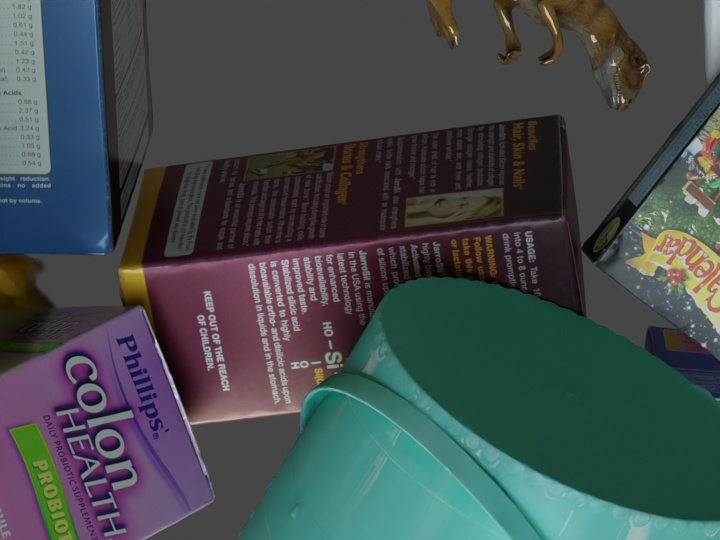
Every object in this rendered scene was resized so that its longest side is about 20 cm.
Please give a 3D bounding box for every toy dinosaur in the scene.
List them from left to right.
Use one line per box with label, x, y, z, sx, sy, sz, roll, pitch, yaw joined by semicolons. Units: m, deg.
toy dinosaur;0.065;-0.156;1.234;0.106;0.060;0.200;-29;119;-10

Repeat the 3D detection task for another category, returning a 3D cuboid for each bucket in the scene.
bucket;0.060;0.105;1.157;0.207;0.207;0.135;22;112;-8

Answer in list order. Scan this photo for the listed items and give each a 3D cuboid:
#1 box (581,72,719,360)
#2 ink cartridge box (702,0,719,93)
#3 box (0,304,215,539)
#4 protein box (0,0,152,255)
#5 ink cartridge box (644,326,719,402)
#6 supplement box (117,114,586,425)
box;0.218;-0.001;1.236;0.200;0.038;0.137;36;96;-11
ink cartridge box;0.211;-0.118;1.244;0.119;0.042;0.200;-2;113;5
box;-0.200;0.098;1.234;0.176;0.200;0.097;-4;111;55
protein box;-0.199;-0.125;1.208;0.198;0.135;0.200;1;116;3
ink cartridge box;0.193;0.107;1.334;0.136;0.076;0.200;6;118;-1
supplement box;0.000;0.000;1.273;0.200;0.110;0.086;-7;117;6
